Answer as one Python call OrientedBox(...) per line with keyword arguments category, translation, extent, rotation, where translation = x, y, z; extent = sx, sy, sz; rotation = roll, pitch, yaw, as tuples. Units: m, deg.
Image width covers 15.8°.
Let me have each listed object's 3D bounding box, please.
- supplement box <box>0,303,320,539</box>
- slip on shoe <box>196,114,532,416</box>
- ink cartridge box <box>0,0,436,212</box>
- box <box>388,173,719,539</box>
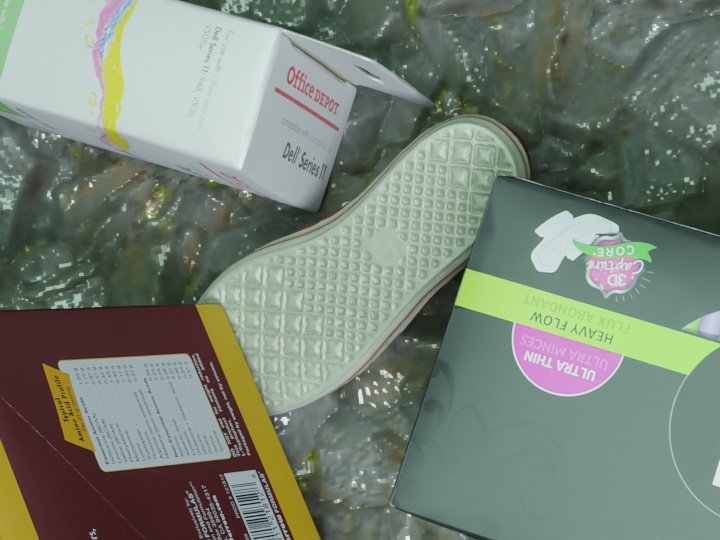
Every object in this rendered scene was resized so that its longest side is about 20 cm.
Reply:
OrientedBox(category="supplement box", translation=(-0.127, 0.131, 1.086), extent=(0.133, 0.200, 0.198), rotation=(-32, 73, 30))
OrientedBox(category="slip on shoe", translation=(0.000, 0.000, 1.163), extent=(0.200, 0.061, 0.074), rotation=(-39, 85, 21))
OrientedBox(category="ink cartridge box", translation=(-0.078, -0.080, 1.164), extent=(0.200, 0.117, 0.067), rotation=(17, 87, 19))
OrientedBox(category="box", translation=(0.137, 0.063, 1.076), extent=(0.200, 0.124, 0.149), rotation=(16, 86, 17))
